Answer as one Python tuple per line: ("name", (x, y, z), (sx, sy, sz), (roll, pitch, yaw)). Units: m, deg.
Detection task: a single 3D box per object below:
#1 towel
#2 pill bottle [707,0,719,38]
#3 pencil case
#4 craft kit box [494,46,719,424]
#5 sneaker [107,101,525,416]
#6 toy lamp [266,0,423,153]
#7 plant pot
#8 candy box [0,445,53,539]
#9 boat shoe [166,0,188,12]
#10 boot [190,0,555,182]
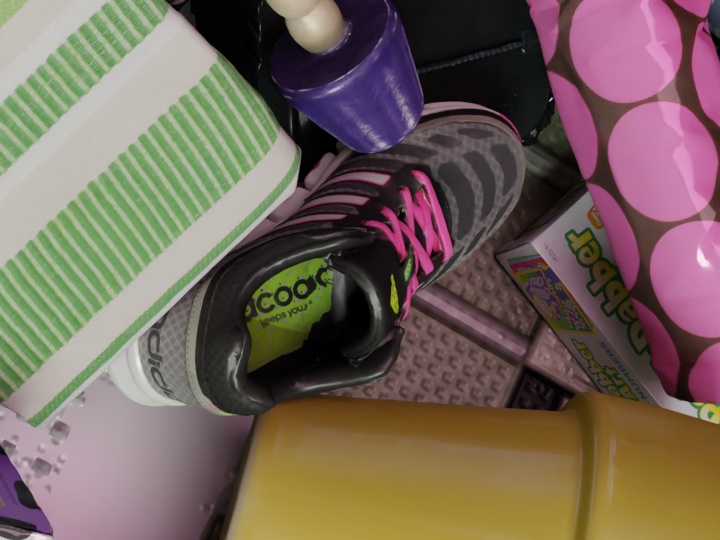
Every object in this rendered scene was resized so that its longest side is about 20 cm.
("towel", (-0.117, -0.037, 0.653), (0.152, 0.023, 0.200), (-42, 139, 5))
("pill bottle", (0.170, -0.174, 0.891), (0.200, 0.120, 0.120), (39, 68, 13))
("pencil case", (0.140, -0.045, 0.838), (0.093, 0.091, 0.201), (-23, 98, -26))
("craft kit box", (0.195, 0.006, 0.937), (0.197, 0.048, 0.200), (-42, 98, -19))
("sneaker", (0.000, 0.000, 0.767), (0.199, 0.087, 0.074), (-30, 119, -26))
("toy lamp", (-0.037, -0.119, 0.714), (0.058, 0.058, 0.200), (-57, 133, -20))
("plant pot", (0.034, 0.133, 0.779), (0.188, 0.201, 0.202), (17, 75, -3))
("candy box", (-0.222, 0.083, 0.682), (0.199, 0.168, 0.072), (13, 94, -19))
("boat shoe", (-0.059, -0.185, 0.853), (0.074, 0.060, 0.200), (41, 70, -13))
("boot", (0.011, -0.125, 0.829), (0.162, 0.073, 0.199), (-12, 111, -33))
